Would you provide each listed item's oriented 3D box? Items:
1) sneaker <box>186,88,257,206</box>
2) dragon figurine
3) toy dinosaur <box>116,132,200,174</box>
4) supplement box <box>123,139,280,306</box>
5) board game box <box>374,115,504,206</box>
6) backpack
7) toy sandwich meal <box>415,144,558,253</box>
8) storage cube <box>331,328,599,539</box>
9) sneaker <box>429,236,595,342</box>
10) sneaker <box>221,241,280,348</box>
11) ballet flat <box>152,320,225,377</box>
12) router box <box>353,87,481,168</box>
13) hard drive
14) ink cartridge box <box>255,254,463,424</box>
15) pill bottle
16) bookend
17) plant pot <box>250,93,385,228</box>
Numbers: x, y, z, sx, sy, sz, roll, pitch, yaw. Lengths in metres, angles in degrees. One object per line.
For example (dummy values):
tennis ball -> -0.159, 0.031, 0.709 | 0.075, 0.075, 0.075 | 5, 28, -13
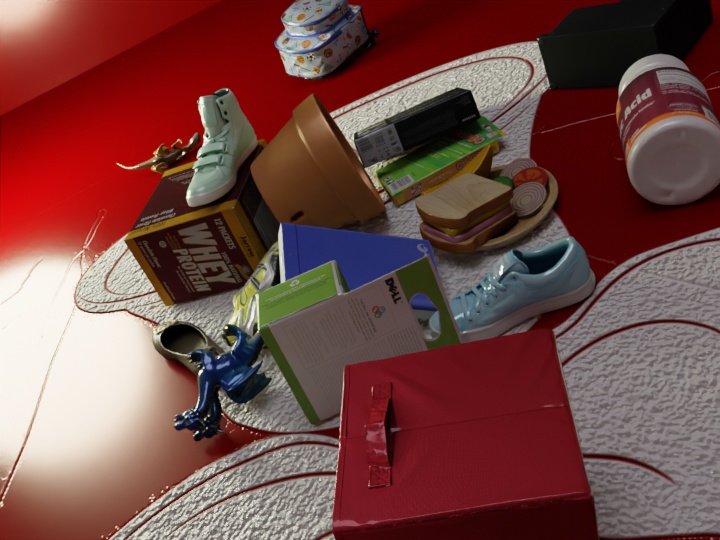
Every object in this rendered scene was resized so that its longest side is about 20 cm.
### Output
sneaker -> -0.226, -0.188, 1.195 | 0.072, 0.119, 0.202 | -8, 37, 24
dragon figurine -> -0.147, 0.124, 0.992 | 0.198, 0.059, 0.100 | -34, 61, -11
toy dinosaur -> -0.431, -0.236, 1.734 | 0.197, 0.061, 0.106 | -20, 11, -3
supplement box -> -0.229, -0.076, 1.277 | 0.194, 0.134, 0.202 | -14, 34, 19
board game box -> 0.125, -0.174, 1.259 | 0.198, 0.030, 0.096 | -30, 33, 0
backpack -> -0.093, -0.517, 1.791 | 0.198, 0.155, 0.192 | 10, 57, 39
toy sandwich meal -> 0.164, -0.100, 1.084 | 0.202, 0.071, 0.207 | -19, 33, 13
storage cube -> 0.088, 0.179, 0.640 | 0.176, 0.202, 0.172 | -12, 34, 11
sneaker -> 0.162, 0.015, 0.915 | 0.197, 0.083, 0.074 | -24, 31, 5
sneaker -> -0.138, 0.026, 1.123 | 0.075, 0.076, 0.201 | -9, 36, 23
ballet flat -> -0.238, 0.103, 1.114 | 0.067, 0.047, 0.199 | -38, 34, -19
router box -> 0.086, -0.234, 1.306 | 0.197, 0.052, 0.149 | -23, 13, 5
hard drive -> 0.000, 0.000, 0.991 | 0.196, 0.026, 0.133 | 6, 39, -14
ink cartridge box -> 0.002, 0.063, 0.904 | 0.197, 0.149, 0.076 | -24, 31, 3
pill bottle -> 0.379, -0.182, 1.004 | 0.112, 0.115, 0.202 | -13, 35, 20
bookend -> 0.418, -0.381, 1.275 | 0.198, 0.093, 0.199 | 8, 44, 44
plant pot -> -0.071, -0.138, 1.201 | 0.139, 0.201, 0.201 | -32, 32, 7
